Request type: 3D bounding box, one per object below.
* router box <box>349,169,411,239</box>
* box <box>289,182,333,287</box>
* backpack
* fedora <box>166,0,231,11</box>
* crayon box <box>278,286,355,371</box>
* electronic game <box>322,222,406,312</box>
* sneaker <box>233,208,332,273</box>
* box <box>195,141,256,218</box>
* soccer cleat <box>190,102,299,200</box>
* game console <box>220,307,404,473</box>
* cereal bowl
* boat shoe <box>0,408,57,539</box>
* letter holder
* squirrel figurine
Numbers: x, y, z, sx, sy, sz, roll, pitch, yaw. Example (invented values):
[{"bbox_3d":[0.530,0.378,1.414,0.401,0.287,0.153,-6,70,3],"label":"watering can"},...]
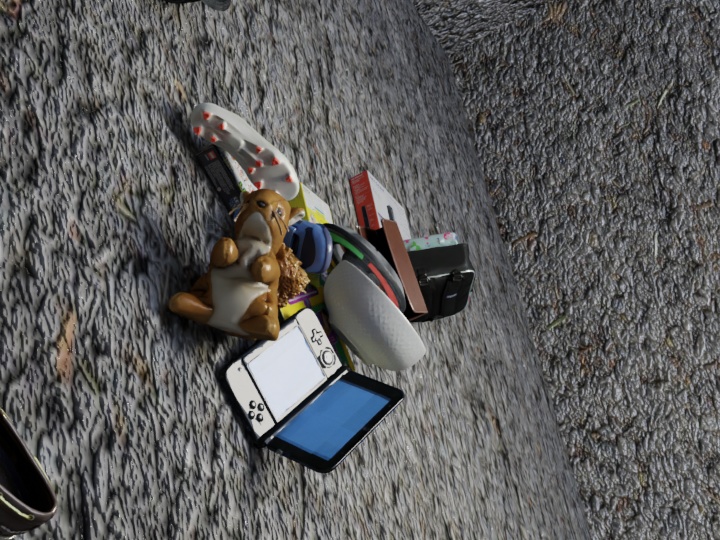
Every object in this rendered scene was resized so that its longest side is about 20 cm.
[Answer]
[{"bbox_3d":[0.054,-0.100,2.083,0.200,0.048,0.182,40,33,-54],"label":"router box"},{"bbox_3d":[-0.079,-0.044,1.659,0.117,0.048,0.203,37,33,-57],"label":"box"},{"bbox_3d":[0.153,0.022,2.000,0.202,0.174,0.153,87,-8,-53],"label":"backpack"},{"bbox_3d":[-0.293,-0.495,1.516,0.201,0.090,0.203,53,23,-35],"label":"fedora"},{"bbox_3d":[-0.082,0.125,1.436,0.176,0.057,0.200,69,18,1],"label":"crayon box"},{"bbox_3d":[0.000,0.000,1.538,0.199,0.042,0.201,42,-17,16],"label":"electronic game"},{"bbox_3d":[-0.114,-0.049,1.354,0.081,0.075,0.199,1,19,-40],"label":"sneaker"},{"bbox_3d":[-0.183,-0.122,1.477,0.202,0.034,0.110,61,20,-17],"label":"box"},{"bbox_3d":[-0.169,-0.186,1.401,0.199,0.069,0.078,39,22,-13],"label":"soccer cleat"},{"bbox_3d":[-0.062,0.155,1.259,0.199,0.117,0.173,-37,102,-46],"label":"game console"},{"bbox_3d":[0.008,0.085,1.459,0.200,0.083,0.200,48,-9,10],"label":"cereal bowl"},{"bbox_3d":[-0.322,0.131,0.763,0.203,0.059,0.072,63,20,-12],"label":"boat shoe"},{"bbox_3d":[0.037,0.007,1.839,0.142,0.099,0.204,10,59,-66],"label":"letter holder"},{"bbox_3d":[-0.142,-0.008,1.230,0.200,0.139,0.190,61,42,-75],"label":"squirrel figurine"}]
